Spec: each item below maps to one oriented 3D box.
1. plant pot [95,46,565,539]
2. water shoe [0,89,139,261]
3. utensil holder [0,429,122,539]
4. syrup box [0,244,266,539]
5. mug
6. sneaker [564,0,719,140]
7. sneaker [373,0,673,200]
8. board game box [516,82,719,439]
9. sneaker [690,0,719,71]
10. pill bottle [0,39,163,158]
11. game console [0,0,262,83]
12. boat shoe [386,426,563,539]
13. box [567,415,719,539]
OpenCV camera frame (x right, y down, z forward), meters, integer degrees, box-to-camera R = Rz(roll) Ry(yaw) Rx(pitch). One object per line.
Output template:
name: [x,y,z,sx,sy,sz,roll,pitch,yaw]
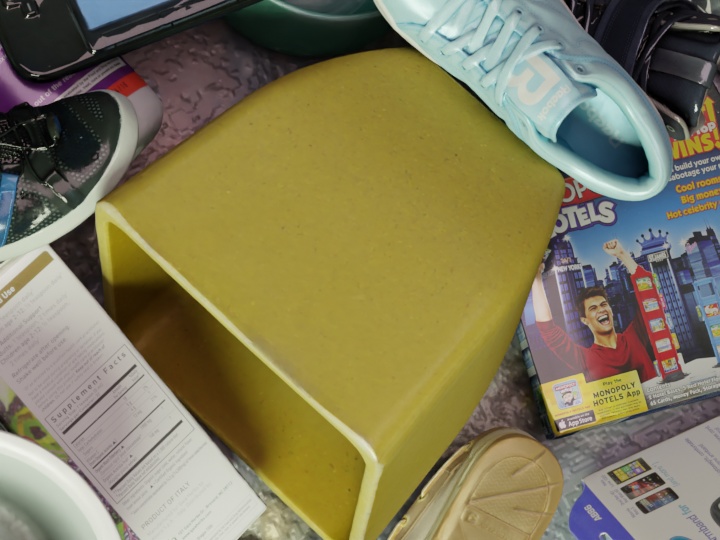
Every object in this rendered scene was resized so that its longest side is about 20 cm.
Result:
plant pot: [0.000,0.000,1.217,0.195,0.194,0.200,42,71,12]
water shoe: [-0.206,-0.043,1.140,0.199,0.079,0.072,-27,54,-1]
utensil holder: [-0.211,0.173,1.151,0.169,0.200,0.171,3,79,-13]
syrup box: [-0.148,0.077,1.217,0.081,0.079,0.200,-44,109,-16]
mug: [-0.016,-0.211,1.309,0.152,0.114,0.185,42,73,-2]
sneaker: [0.118,-0.135,1.244,0.202,0.146,0.077,16,98,-53]
sneaker: [0.088,-0.108,1.169,0.200,0.082,0.074,35,101,-15]
board game box: [0.170,-0.019,1.344,0.199,0.062,0.201,-14,82,-14]
sneaker: [0.213,-0.212,1.353,0.079,0.130,0.200,-23,86,-15]
pill bottle: [-0.209,-0.121,1.249,0.112,0.112,0.200,-43,92,-16]
game console: [-0.115,-0.218,1.169,0.199,0.118,0.171,-23,81,-12]
boat shoe: [0.043,0.174,1.278,0.074,0.069,0.200,35,95,-12]
box: [0.221,0.135,1.303,0.199,0.119,0.042,-24,128,-14]
